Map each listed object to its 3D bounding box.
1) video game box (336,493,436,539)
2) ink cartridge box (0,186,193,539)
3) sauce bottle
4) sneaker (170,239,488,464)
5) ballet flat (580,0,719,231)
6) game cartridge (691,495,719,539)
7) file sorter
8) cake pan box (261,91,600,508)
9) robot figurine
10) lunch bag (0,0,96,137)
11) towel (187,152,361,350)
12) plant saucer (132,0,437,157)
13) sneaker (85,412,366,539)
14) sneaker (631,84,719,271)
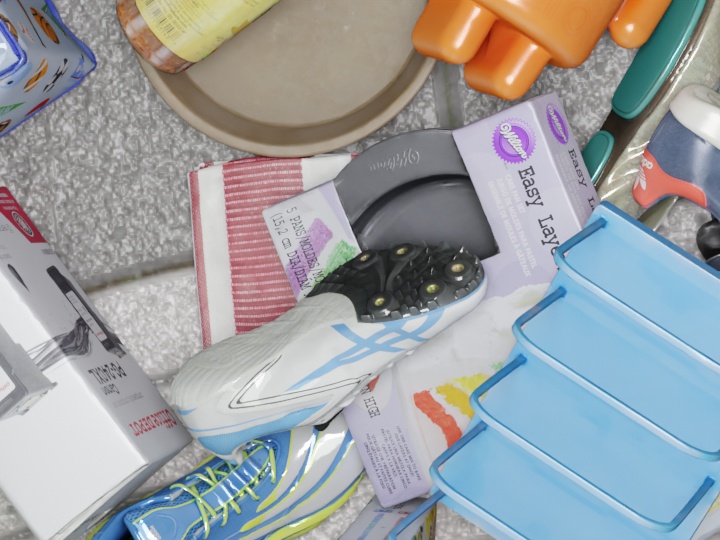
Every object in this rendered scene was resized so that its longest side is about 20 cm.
[{"bbox_3d":[0.010,0.240,1.494,0.047,0.182,0.200,3,95,5],"label":"video game box"},{"bbox_3d":[-0.197,0.053,1.531,0.083,0.145,0.200,-38,87,7],"label":"ink cartridge box"},{"bbox_3d":[-0.050,-0.188,1.482,0.200,0.066,0.066,-33,89,26],"label":"sauce bottle"},{"bbox_3d":[-0.012,0.046,1.479,0.200,0.072,0.072,-27,123,18],"label":"sneaker"},{"bbox_3d":[0.168,-0.075,1.517,0.062,0.067,0.200,28,103,-19],"label":"ballet flat"},{"bbox_3d":[0.178,0.094,1.533,0.200,0.040,0.133,-36,84,9],"label":"game cartridge"},{"bbox_3d":[0.125,0.091,1.394,0.139,0.123,0.200,33,110,11],"label":"file sorter"},{"bbox_3d":[0.060,0.015,1.499,0.184,0.052,0.200,-20,92,22],"label":"cake pan box"},{"bbox_3d":[0.110,-0.194,1.478,0.144,0.117,0.200,31,89,18],"label":"robot figurine"},{"bbox_3d":[-0.279,-0.108,1.520,0.200,0.170,0.124,-36,85,10],"label":"lunch bag"},{"bbox_3d":[0.000,0.000,1.561,0.200,0.023,0.144,-3,95,11],"label":"towel"},{"bbox_3d":[-0.042,-0.167,1.551,0.200,0.029,0.200,0,93,8],"label":"plant saucer"},{"bbox_3d":[-0.082,0.145,1.540,0.200,0.105,0.076,-34,89,10],"label":"sneaker"},{"bbox_3d":[0.242,-0.022,1.485,0.200,0.075,0.085,32,106,-11],"label":"sneaker"}]
